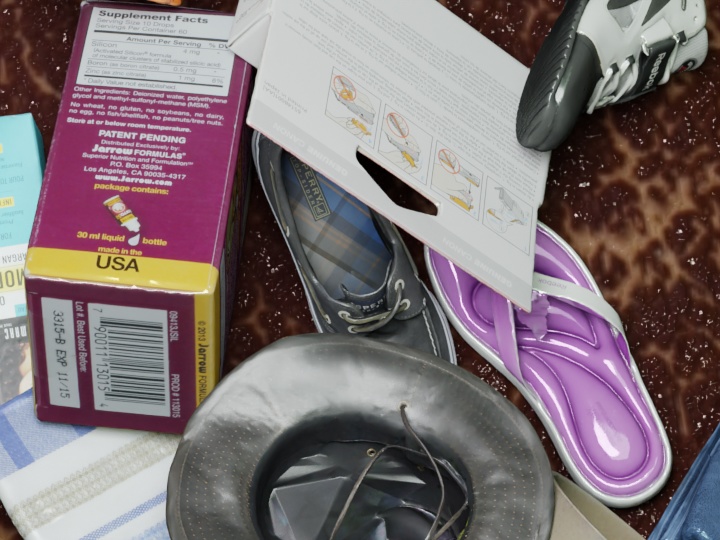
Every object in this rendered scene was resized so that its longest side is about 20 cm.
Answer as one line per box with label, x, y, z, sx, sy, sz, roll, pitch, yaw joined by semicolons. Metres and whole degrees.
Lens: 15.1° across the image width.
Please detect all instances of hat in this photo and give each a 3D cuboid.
hat;0.000;0.130;1.427;0.200;0.081;0.201;0;62;1

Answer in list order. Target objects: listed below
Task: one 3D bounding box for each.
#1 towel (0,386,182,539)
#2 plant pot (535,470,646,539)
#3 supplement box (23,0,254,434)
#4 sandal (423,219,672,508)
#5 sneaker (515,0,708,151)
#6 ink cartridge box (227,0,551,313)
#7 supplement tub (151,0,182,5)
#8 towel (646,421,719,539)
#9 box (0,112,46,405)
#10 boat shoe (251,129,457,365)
towel;-0.107;0.131;1.473;0.147;0.024;0.200;-29;70;-22
plant pot;0.104;0.242;1.443;0.187;0.187;0.200;43;94;9
supplement box;-0.116;-0.030;1.478;0.103;0.131;0.200;5;50;2
sandal;0.113;0.039;1.540;0.082;0.050;0.203;-35;79;-8
sneaker;0.154;-0.131;1.543;0.088;0.074;0.200;32;53;-4
ink cartridge box;0.016;-0.082;1.486;0.200;0.045;0.177;34;44;-23
supplement tub;-0.113;-0.253;1.474;0.122;0.123;0.201;19;97;4
towel;0.233;0.123;1.471;0.112;0.049;0.200;40;40;0
box;-0.209;0.017;1.545;0.082;0.049;0.201;-10;77;-2
boat shoe;0.000;0.000;1.504;0.070;0.066;0.201;-23;106;-1
